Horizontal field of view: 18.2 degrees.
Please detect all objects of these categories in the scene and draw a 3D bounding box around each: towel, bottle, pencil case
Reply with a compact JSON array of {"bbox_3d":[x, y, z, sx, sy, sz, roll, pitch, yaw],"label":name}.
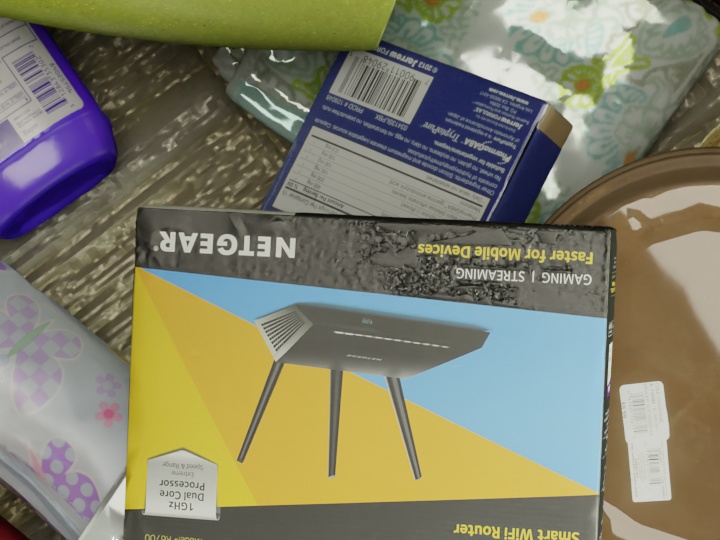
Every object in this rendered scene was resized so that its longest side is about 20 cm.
[{"bbox_3d":[0.051,-0.104,1.091,0.199,0.048,0.172,36,86,6],"label":"towel"},{"bbox_3d":[-0.201,-0.115,1.091,0.083,0.065,0.201,-35,83,-6],"label":"bottle"},{"bbox_3d":[-0.140,0.077,1.054,0.200,0.083,0.091,40,62,7],"label":"pencil case"}]

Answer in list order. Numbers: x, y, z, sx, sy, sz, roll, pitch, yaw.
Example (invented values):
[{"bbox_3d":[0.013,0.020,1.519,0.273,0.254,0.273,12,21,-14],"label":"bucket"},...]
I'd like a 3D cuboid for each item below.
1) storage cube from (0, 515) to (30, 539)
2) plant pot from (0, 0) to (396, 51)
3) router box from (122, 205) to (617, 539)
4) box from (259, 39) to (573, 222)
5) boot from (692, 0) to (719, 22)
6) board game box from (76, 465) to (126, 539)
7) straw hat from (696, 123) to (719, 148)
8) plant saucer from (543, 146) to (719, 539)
[{"bbox_3d":[-0.258,0.148,1.001,0.171,0.180,0.200,40,86,6],"label":"storage cube"},{"bbox_3d":[-0.070,-0.175,1.007,0.198,0.187,0.189,20,83,-3],"label":"plant pot"},{"bbox_3d":[0.005,0.052,0.934,0.198,0.051,0.151,2,92,11],"label":"router box"},{"bbox_3d":[0.000,0.000,1.016,0.121,0.032,0.201,24,84,36],"label":"box"},{"bbox_3d":[0.183,-0.169,1.021,0.199,0.174,0.070,24,82,-12],"label":"boot"},{"bbox_3d":[-0.059,0.199,0.995,0.199,0.026,0.201,34,93,-2],"label":"board game box"},{"bbox_3d":[0.176,-0.001,1.049,0.199,0.085,0.203,-10,111,-28],"label":"straw hat"},{"bbox_3d":[0.148,0.049,0.945,0.198,0.029,0.202,0,92,12],"label":"plant saucer"}]
